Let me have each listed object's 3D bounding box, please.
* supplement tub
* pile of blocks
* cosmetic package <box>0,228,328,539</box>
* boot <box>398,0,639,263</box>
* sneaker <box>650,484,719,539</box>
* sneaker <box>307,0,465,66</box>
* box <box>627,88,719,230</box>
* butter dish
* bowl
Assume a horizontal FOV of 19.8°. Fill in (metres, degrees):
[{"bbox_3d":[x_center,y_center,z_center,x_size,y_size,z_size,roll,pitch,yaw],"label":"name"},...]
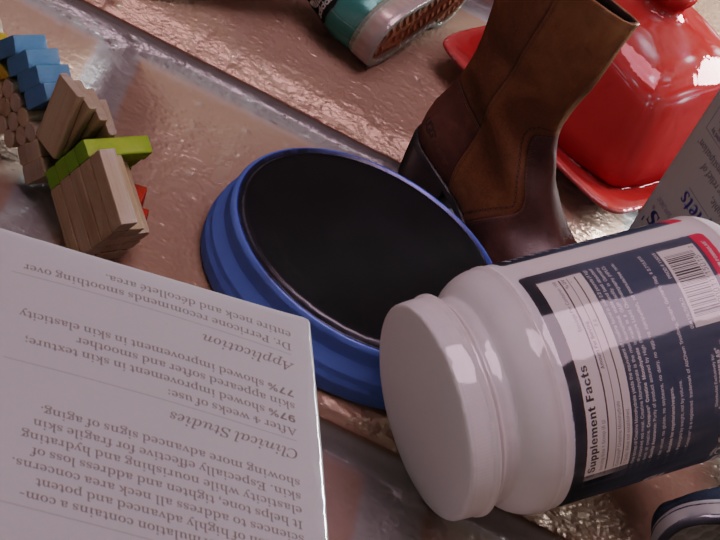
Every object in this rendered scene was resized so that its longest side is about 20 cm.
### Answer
[{"bbox_3d":[0.125,0.056,1.164,0.199,0.141,0.141,-14,51,-19],"label":"supplement tub"},{"bbox_3d":[-0.168,-0.090,1.215,0.062,0.082,0.200,-8,50,-42],"label":"pile of blocks"},{"bbox_3d":[-0.121,0.121,0.913,0.166,0.167,0.201,18,36,-18],"label":"cosmetic package"},{"bbox_3d":[0.130,-0.087,1.332,0.068,0.201,0.189,-9,51,-44],"label":"boot"},{"bbox_3d":[0.234,0.120,1.258,0.201,0.077,0.147,7,45,-35],"label":"sneaker"},{"bbox_3d":[0.032,-0.221,1.540,0.080,0.072,0.200,42,37,8],"label":"sneaker"},{"bbox_3d":[0.304,-0.042,1.409,0.183,0.201,0.105,5,41,-33],"label":"box"},{"bbox_3d":[0.200,-0.161,1.525,0.199,0.148,0.200,-15,55,-48],"label":"butter dish"},{"bbox_3d":[0.000,0.000,1.268,0.199,0.039,0.201,20,36,-16],"label":"bowl"}]
